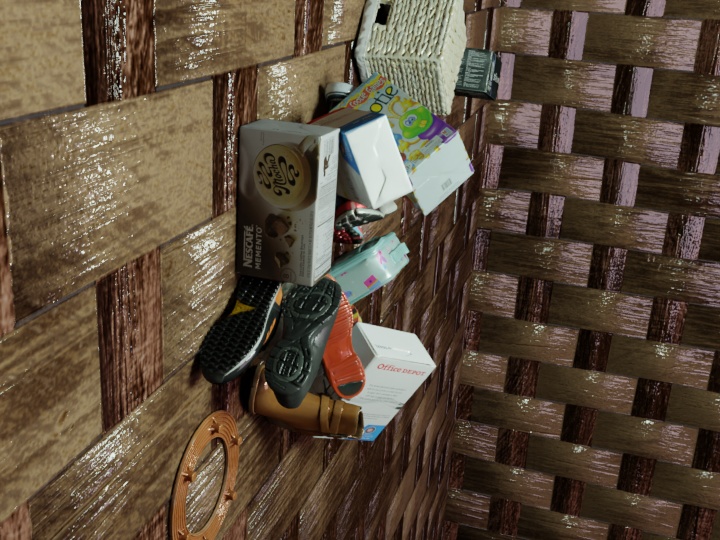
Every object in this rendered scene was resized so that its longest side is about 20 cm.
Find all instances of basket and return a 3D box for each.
[{"bbox_3d":[0.097,-0.408,1.601,0.200,0.160,0.199,68,33,-66],"label":"basket"}]

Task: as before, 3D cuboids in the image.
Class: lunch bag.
[{"bbox_3d":[0.000,0.000,1.463,0.077,0.160,0.200,56,14,-3],"label":"lunch bag"}]

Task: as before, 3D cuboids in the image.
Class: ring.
[{"bbox_3d":[-0.201,0.289,1.176,0.200,0.019,0.201,10,90,-76],"label":"ring"}]

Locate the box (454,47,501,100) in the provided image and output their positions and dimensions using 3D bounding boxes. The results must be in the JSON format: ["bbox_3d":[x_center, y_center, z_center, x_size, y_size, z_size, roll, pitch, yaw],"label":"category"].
[{"bbox_3d":[0.184,-0.419,1.840,0.164,0.199,0.086,-17,116,-73],"label":"box"}]

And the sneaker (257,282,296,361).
[{"bbox_3d":[-0.113,0.064,1.296,0.200,0.070,0.080,-70,158,-61],"label":"sneaker"}]

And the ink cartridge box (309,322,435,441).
[{"bbox_3d":[0.009,0.193,1.495,0.146,0.084,0.200,15,122,-41],"label":"ink cartridge box"}]

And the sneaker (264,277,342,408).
[{"bbox_3d":[-0.079,0.097,1.200,0.091,0.076,0.200,89,21,-53],"label":"sneaker"}]

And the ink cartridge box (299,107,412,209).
[{"bbox_3d":[-0.012,-0.166,1.251,0.200,0.067,0.116,32,-33,64],"label":"ink cartridge box"}]

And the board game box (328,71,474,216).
[{"bbox_3d":[0.061,-0.196,1.335,0.105,0.200,0.103,-42,143,-6],"label":"board game box"}]

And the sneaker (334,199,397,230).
[{"bbox_3d":[-0.002,-0.115,1.370,0.200,0.077,0.085,-40,113,-73],"label":"sneaker"}]

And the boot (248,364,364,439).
[{"bbox_3d":[-0.079,0.207,1.316,0.200,0.155,0.077,75,29,-57],"label":"boot"}]

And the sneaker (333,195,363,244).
[{"bbox_3d":[-0.034,-0.110,1.446,0.200,0.079,0.096,65,35,-65],"label":"sneaker"}]

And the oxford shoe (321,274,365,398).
[{"bbox_3d":[-0.050,0.095,1.324,0.073,0.071,0.201,30,-46,63],"label":"oxford shoe"}]

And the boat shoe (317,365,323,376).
[{"bbox_3d":[-0.074,0.110,1.440,0.200,0.072,0.068,-53,151,-66],"label":"boat shoe"}]

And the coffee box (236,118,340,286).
[{"bbox_3d":[-0.096,-0.090,1.157,0.080,0.113,0.201,-44,142,-66],"label":"coffee box"}]

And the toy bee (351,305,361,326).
[{"bbox_3d":[-0.021,0.154,1.595,0.131,0.108,0.201,-21,120,-78],"label":"toy bee"}]

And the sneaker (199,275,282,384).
[{"bbox_3d":[-0.146,0.090,1.159,0.200,0.070,0.090,-68,157,-46],"label":"sneaker"}]

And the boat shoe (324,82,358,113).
[{"bbox_3d":[-0.019,-0.227,1.443,0.200,0.071,0.091,58,41,-70],"label":"boat shoe"}]
